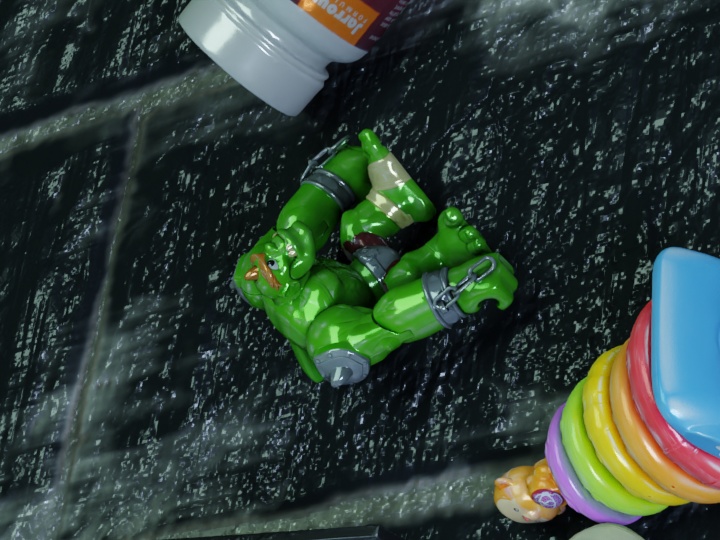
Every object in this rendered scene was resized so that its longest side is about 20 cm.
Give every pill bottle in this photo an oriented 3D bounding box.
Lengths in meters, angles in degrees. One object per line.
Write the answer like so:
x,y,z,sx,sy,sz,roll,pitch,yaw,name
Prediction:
-0.013,-0.200,1.789,0.200,0.114,0.114,-50,40,9,pill bottle

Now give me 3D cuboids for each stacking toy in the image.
0.134,0.085,1.475,0.200,0.116,0.110,-34,41,42,stacking toy

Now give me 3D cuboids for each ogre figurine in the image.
0.000,0.000,1.668,0.120,0.098,0.200,-40,55,-6,ogre figurine

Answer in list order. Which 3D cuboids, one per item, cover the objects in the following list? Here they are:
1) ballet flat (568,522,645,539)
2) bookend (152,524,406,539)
0.072,0.208,1.464,0.200,0.069,0.069,-49,40,12,ballet flat
-0.053,0.247,1.555,0.199,0.092,0.200,-8,61,43,bookend
